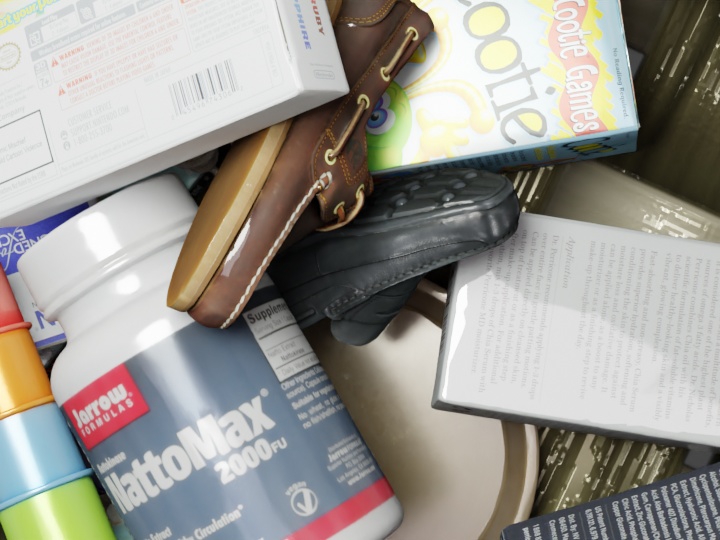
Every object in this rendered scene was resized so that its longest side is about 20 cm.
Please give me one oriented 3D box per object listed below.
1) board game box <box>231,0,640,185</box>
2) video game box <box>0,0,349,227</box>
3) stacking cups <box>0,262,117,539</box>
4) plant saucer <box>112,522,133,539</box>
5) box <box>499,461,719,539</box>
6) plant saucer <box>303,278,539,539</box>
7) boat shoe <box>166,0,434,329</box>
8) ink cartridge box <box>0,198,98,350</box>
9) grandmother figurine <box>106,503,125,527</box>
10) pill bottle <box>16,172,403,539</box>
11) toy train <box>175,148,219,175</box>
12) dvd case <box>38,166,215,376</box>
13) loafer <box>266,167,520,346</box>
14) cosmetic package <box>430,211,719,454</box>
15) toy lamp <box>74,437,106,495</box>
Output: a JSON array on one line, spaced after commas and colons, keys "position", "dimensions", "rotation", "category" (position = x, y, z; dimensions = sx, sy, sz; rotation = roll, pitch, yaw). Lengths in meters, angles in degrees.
[{"position": [0.036, -0.099, 1.043], "dimensions": [0.199, 0.105, 0.103], "rotation": [-9, 86, 6], "category": "board game box"}, {"position": [-0.114, -0.133, 0.910], "dimensions": [0.199, 0.047, 0.183], "rotation": [-19, 84, 33], "category": "video game box"}, {"position": [-0.158, 0.088, 0.981], "dimensions": [0.060, 0.061, 0.201], "rotation": [-21, 87, 6], "category": "stacking cups"}, {"position": [-0.095, 0.222, 1.046], "dimensions": [0.199, 0.027, 0.201], "rotation": [-2, 109, -5], "category": "plant saucer"}, {"position": [0.192, 0.201, 0.971], "dimensions": [0.199, 0.118, 0.197], "rotation": [-19, 113, 6], "category": "box"}, {"position": [-0.004, 0.097, 1.079], "dimensions": [0.199, 0.029, 0.201], "rotation": [0, 88, 8], "category": "plant saucer"}, {"position": [-0.022, -0.055, 0.931], "dimensions": [0.070, 0.070, 0.201], "rotation": [32, 65, -16], "category": "boat shoe"}, {"position": [-0.240, -0.034, 1.042], "dimensions": [0.197, 0.047, 0.201], "rotation": [-18, 83, -22], "category": "ink cartridge box"}, {"position": [-0.158, 0.186, 1.067], "dimensions": [0.200, 0.061, 0.121], "rotation": [-44, 128, 12], "category": "grandmother figurine"}, {"position": [-0.077, 0.062, 0.968], "dimensions": [0.119, 0.120, 0.200], "rotation": [-31, 86, 5], "category": "pill bottle"}, {"position": [-0.110, -0.128, 1.028], "dimensions": [0.200, 0.116, 0.085], "rotation": [45, 65, -2], "category": "toy train"}, {"position": [-0.196, -0.023, 1.111], "dimensions": [0.146, 0.022, 0.200], "rotation": [41, 95, 7], "category": "dvd case"}, {"position": [0.000, 0.000, 1.008], "dimensions": [0.200, 0.068, 0.071], "rotation": [-16, 105, 37], "category": "loafer"}, {"position": [0.141, 0.035, 1.025], "dimensions": [0.199, 0.071, 0.102], "rotation": [10, 83, 0], "category": "cosmetic package"}, {"position": [-0.229, 0.120, 1.084], "dimensions": [0.199, 0.058, 0.058], "rotation": [-19, 86, 14], "category": "toy lamp"}]
